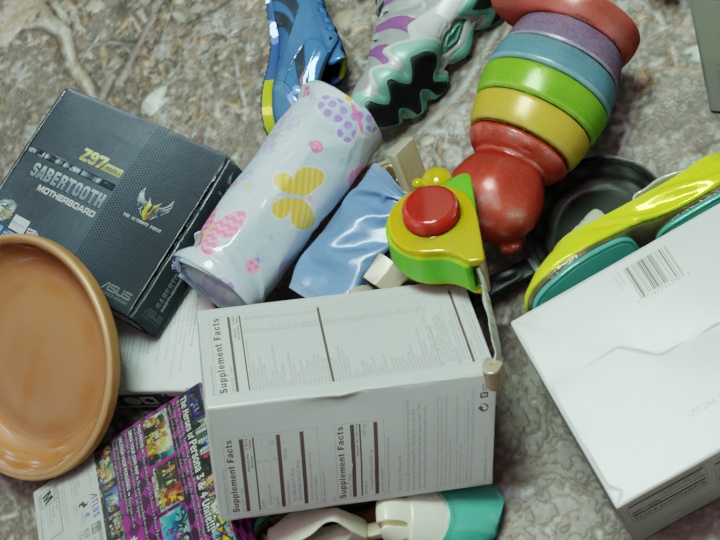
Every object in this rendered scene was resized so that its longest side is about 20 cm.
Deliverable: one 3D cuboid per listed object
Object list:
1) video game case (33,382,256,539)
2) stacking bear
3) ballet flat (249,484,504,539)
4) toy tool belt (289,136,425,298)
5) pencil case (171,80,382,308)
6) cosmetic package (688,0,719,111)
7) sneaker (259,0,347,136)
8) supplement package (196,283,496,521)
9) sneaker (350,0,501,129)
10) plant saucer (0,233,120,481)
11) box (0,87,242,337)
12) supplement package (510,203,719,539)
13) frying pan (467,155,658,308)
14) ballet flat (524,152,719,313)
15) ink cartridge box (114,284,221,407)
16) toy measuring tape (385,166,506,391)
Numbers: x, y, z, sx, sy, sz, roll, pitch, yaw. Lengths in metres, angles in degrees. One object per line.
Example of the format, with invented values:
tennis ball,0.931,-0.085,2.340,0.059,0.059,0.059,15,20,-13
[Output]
video game case,-0.165,0.211,1.022,0.181,0.036,0.200,-34,47,15
stacking bear,0.131,-0.114,1.048,0.114,0.121,0.201,5,67,60
ballet flat,0.006,0.192,0.987,0.199,0.070,0.068,-14,62,13
toy tool belt,0.000,0.000,1.049,0.125,0.123,0.200,28,78,29
pencil case,-0.066,-0.057,1.080,0.200,0.083,0.091,-54,19,-14
cosmetic package,0.321,-0.253,1.008,0.122,0.200,0.200,5,67,21
sneaker,-0.042,-0.206,1.192,0.078,0.066,0.201,-9,68,24
supplement package,-0.012,0.091,0.965,0.199,0.110,0.114,-6,36,-6
sneaker,0.029,-0.219,1.176,0.140,0.078,0.200,35,72,32
plant saucer,-0.267,0.069,1.097,0.199,0.037,0.201,3,96,32
box,-0.214,-0.054,1.144,0.199,0.051,0.158,25,77,28
supplement package,0.235,0.067,0.940,0.199,0.111,0.156,-29,60,4
frying pan,0.163,-0.006,1.046,0.115,0.031,0.190,35,84,31
ballet flat,0.205,-0.028,0.999,0.199,0.067,0.067,-29,41,3
ink cartridge box,-0.177,0.019,1.150,0.199,0.043,0.199,-3,65,21
toy measuring tape,0.055,0.003,0.941,0.073,0.074,0.201,-16,48,12
